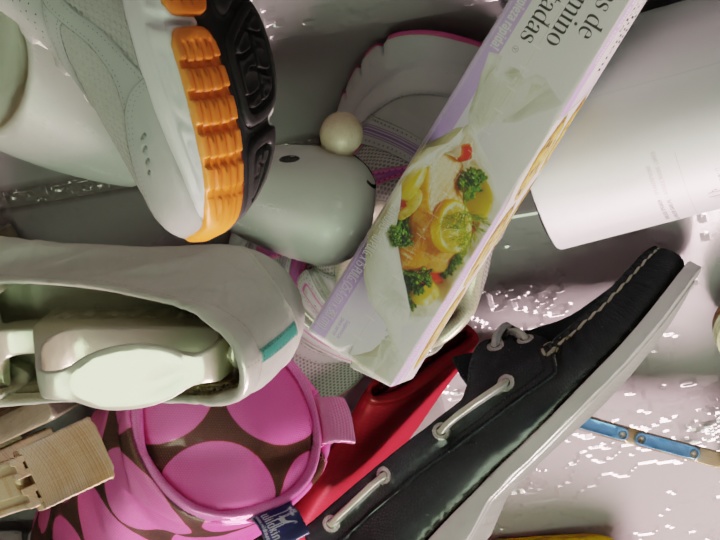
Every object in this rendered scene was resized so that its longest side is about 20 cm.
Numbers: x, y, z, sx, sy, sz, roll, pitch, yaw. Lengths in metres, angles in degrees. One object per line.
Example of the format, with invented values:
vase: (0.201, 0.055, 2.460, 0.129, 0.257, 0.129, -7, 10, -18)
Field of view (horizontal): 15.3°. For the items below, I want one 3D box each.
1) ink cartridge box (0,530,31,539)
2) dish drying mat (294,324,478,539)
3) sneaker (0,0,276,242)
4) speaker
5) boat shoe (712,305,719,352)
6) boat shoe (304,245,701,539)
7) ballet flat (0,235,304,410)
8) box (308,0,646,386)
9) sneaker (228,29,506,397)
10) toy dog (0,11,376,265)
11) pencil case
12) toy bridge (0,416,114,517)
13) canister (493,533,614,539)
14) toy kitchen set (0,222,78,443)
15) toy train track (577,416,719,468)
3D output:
ink cartridge box: (-0.170, 0.200, 1.237, 0.198, 0.146, 0.085, 0, 141, -2)
dish drying mat: (-0.012, 0.100, 1.198, 0.018, 0.077, 0.200, 42, 134, 10)
sneaker: (-0.095, -0.099, 0.885, 0.091, 0.201, 0.076, -22, 174, 21)
speaker: (0.156, -0.069, 0.996, 0.199, 0.082, 0.081, -15, 138, 14)
boat shoe: (0.238, 0.065, 1.158, 0.199, 0.077, 0.072, 21, 134, -25)
boat shoe: (0.058, 0.058, 1.114, 0.200, 0.060, 0.076, -47, 169, -3)
ballet flat: (-0.120, 0.024, 0.972, 0.198, 0.070, 0.070, -2, 140, 13)
box: (0.050, -0.052, 0.959, 0.039, 0.041, 0.201, 33, 98, 7)
sneaker: (0.000, 0.000, 1.060, 0.081, 0.089, 0.200, 12, 137, -17)
toy dog: (-0.085, -0.078, 0.963, 0.199, 0.132, 0.097, 14, 105, -30)
pencil case: (-0.076, 0.093, 1.132, 0.093, 0.091, 0.200, -11, 167, -24)
toy bridge: (-0.153, 0.088, 1.103, 0.067, 0.027, 0.200, -25, -177, -17)
canister: (0.076, 0.222, 1.324, 0.147, 0.087, 0.201, -6, 138, 3)
toy kitchen set: (-0.250, 0.032, 1.040, 0.179, 0.200, 0.164, -24, 94, 22)
toy train track: (0.146, 0.068, 1.180, 0.198, 0.033, 0.115, 15, 178, -7)
